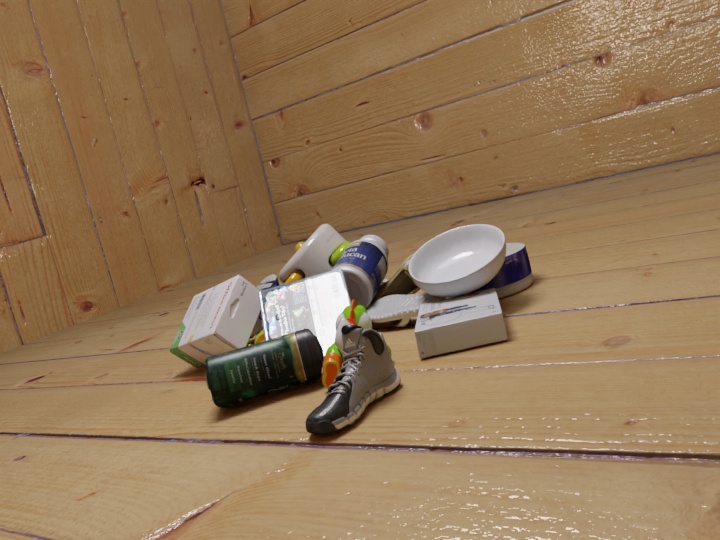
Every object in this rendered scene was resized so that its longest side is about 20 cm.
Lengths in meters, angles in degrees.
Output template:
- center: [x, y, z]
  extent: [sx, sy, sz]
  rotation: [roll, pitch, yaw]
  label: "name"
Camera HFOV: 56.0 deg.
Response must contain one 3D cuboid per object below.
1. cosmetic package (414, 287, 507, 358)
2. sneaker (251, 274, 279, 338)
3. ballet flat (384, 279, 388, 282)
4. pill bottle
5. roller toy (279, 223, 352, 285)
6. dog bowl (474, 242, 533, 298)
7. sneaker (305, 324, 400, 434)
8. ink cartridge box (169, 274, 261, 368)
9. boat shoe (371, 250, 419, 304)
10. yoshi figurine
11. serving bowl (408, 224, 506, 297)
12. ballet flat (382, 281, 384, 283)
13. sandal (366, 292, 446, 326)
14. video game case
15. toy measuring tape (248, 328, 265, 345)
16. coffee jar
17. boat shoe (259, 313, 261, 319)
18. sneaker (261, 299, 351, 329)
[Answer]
- center: [0.175, 0.088, 1.187]
  extent: [0.147, 0.053, 0.200]
  rotation: [-11, 8, 9]
  label: "cosmetic package"
- center: [-0.227, 0.120, 1.616]
  extent: [0.080, 0.116, 0.201]
  rotation: [-8, 40, 51]
  label: "sneaker"
- center: [0.021, 0.049, 1.673]
  extent: [0.195, 0.065, 0.069]
  rotation: [-17, 6, -11]
  label: "ballet flat"
- center: [0.000, 0.000, 1.502]
  extent: [0.108, 0.113, 0.201]
  rotation: [-11, 23, 24]
  label: "pill bottle"
- center: [-0.107, -0.013, 1.653]
  extent: [0.201, 0.139, 0.182]
  rotation: [-47, 4, 3]
  label: "roller toy"
- center: [0.268, 0.005, 1.457]
  extent: [0.195, 0.081, 0.200]
  rotation: [-15, 9, 2]
  label: "dog bowl"
- center: [-0.022, 0.141, 0.955]
  extent: [0.074, 0.119, 0.199]
  rotation: [-9, 10, 35]
  label: "sneaker"
- center: [-0.304, 0.112, 1.441]
  extent: [0.198, 0.083, 0.147]
  rotation: [-21, 41, 46]
  label: "ink cartridge box"
- center: [0.098, 0.029, 1.502]
  extent: [0.199, 0.074, 0.063]
  rotation: [-36, 13, 12]
  label: "boat shoe"
- center: [-0.011, 0.136, 1.156]
  extent: [0.113, 0.111, 0.201]
  rotation: [-54, 10, 22]
  label: "yoshi figurine"
- center: [0.194, -0.009, 1.318]
  extent: [0.196, 0.067, 0.202]
  rotation: [-20, 27, 11]
  label: "serving bowl"
- center: [0.001, 0.064, 1.604]
  extent: [0.195, 0.071, 0.070]
  rotation: [-15, 8, 4]
  label: "ballet flat"
- center: [0.089, 0.087, 1.366]
  extent: [0.200, 0.051, 0.082]
  rotation: [-9, 27, 43]
  label: "sandal"
- center: [-0.100, 0.097, 1.309]
  extent: [0.177, 0.024, 0.203]
  rotation: [-15, 49, -2]
  label: "video game case"
- center: [-0.143, 0.140, 1.355]
  extent: [0.195, 0.075, 0.074]
  rotation: [-15, 8, 8]
  label: "toy measuring tape"
- center: [-0.157, 0.163, 1.141]
  extent: [0.195, 0.087, 0.104]
  rotation: [-16, -11, -5]
  label: "coffee jar"
- center: [-0.139, 0.073, 1.517]
  extent: [0.195, 0.072, 0.070]
  rotation: [-15, 4, -1]
  label: "boat shoe"
- center: [-0.115, 0.066, 1.402]
  extent: [0.195, 0.098, 0.079]
  rotation: [-13, -28, 10]
  label: "sneaker"
